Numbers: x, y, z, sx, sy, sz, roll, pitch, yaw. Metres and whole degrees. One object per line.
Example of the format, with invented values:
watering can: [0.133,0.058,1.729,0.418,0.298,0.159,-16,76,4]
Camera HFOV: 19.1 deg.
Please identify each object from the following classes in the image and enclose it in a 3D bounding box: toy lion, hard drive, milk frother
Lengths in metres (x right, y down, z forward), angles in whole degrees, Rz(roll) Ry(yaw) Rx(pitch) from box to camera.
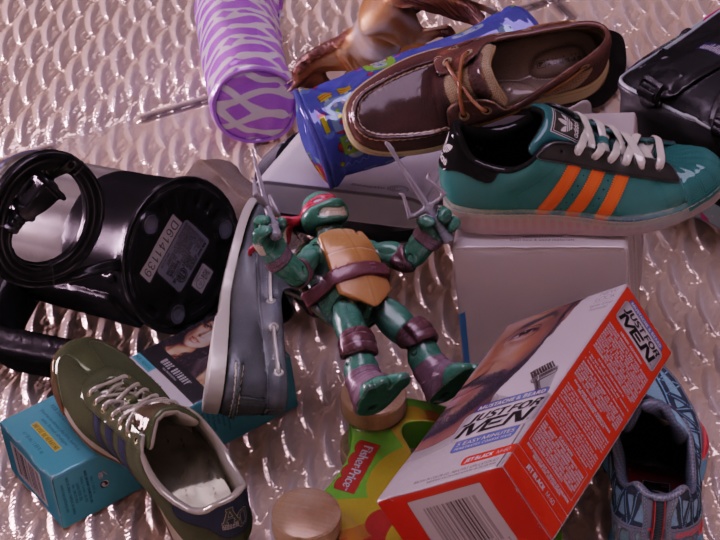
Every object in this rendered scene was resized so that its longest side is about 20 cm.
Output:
toy lion: [0.050,0.168,1.409,0.190,0.069,0.200,14,40,15]
hard drive: [0.008,-0.087,1.679,0.131,0.027,0.200,7,25,13]
milk frother: [-0.227,-0.036,1.587,0.187,0.201,0.181,11,48,42]

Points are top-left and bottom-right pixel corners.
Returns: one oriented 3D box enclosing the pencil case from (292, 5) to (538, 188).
pencil case: [0.047,-0.131,1.585,0.199,0.078,0.087,-22,21,-7]

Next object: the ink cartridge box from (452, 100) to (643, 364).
ink cartridge box: [0.144,-0.024,1.587,0.124,0.129,0.201,0,36,10]

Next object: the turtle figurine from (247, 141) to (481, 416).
turtle figurine: [0.000,0.000,1.469,0.149,0.101,0.201,-17,65,-20]

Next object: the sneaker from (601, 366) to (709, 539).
sneaker: [0.199,0.114,1.419,0.079,0.096,0.201,-1,37,1]

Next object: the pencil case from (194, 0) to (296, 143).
pencil case: [-0.100,-0.193,1.901,0.085,0.084,0.201,11,35,-15]

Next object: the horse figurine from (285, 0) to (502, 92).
horse figurine: [0.034,-0.182,1.700,0.132,0.200,0.050,17,66,-15]

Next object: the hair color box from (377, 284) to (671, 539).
hair color box: [0.107,0.099,1.370,0.111,0.064,0.200,-22,18,41]

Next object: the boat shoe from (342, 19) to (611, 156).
boat shoe: [0.084,-0.135,1.508,0.199,0.072,0.073,-14,79,-5]

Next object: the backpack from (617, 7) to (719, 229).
backpack: [0.318,-0.125,1.673,0.200,0.151,0.177,-39,49,-26]

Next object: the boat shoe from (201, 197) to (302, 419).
boat shoe: [-0.071,0.028,1.527,0.061,0.073,0.201,10,43,-3]

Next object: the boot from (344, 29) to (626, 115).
boot: [0.110,-0.171,1.870,0.188,0.069,0.199,-35,33,-31]

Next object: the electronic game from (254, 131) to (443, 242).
electronic game: [0.012,-0.075,1.749,0.198,0.042,0.200,-1,30,1]

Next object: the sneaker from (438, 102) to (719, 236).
sneaker: [0.152,-0.074,1.473,0.198,0.080,0.072,-4,36,4]

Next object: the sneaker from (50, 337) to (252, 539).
sneaker: [-0.136,0.106,1.433,0.067,0.090,0.200,-31,68,-25]

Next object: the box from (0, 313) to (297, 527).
box: [-0.150,0.102,1.533,0.199,0.049,0.082,-27,41,-24]

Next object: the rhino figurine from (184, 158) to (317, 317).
rhino figurine: [-0.079,-0.022,1.655,0.060,0.088,0.200,-27,41,-24]
